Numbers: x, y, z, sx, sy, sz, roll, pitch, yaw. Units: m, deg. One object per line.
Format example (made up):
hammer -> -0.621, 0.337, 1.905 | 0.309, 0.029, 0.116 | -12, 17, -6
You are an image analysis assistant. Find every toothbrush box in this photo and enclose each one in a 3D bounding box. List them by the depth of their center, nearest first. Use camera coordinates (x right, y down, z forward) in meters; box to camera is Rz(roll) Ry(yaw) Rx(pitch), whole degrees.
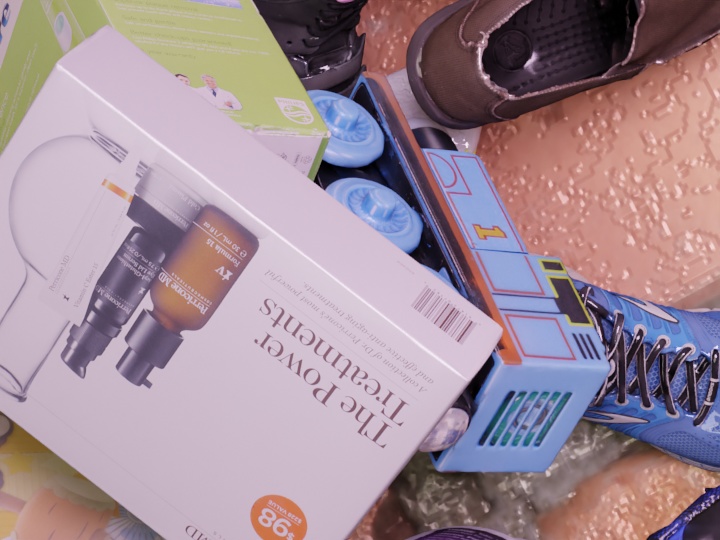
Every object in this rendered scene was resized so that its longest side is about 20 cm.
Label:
toothbrush box -> -0.104, -0.061, 1.176 | 0.200, 0.086, 0.146 | 58, 135, 45

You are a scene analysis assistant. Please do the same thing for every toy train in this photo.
toy train -> 0.023, 0.000, 1.148 | 0.087, 0.114, 0.200 | -60, 38, 35

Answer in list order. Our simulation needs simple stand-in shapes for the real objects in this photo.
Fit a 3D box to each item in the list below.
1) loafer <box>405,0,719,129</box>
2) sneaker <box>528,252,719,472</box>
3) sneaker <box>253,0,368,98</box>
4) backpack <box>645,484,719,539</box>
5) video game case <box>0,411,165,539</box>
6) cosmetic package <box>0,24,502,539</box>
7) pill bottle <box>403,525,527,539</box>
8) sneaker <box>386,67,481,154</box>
loafer -> 0.119, -0.115, 1.164 | 0.200, 0.071, 0.073 | -30, 104, -12
sneaker -> 0.118, 0.046, 1.204 | 0.200, 0.089, 0.079 | 16, 100, 23
sneaker -> -0.011, -0.118, 1.205 | 0.200, 0.071, 0.099 | 1, 115, 58
backpack -> 0.216, 0.143, 1.130 | 0.200, 0.168, 0.163 | -34, 78, -12
video game case -> -0.153, 0.071, 1.166 | 0.199, 0.182, 0.023 | -2, 137, -10
cosmetic package -> -0.067, 0.024, 1.056 | 0.200, 0.052, 0.151 | 37, 123, 2
pill bottle -> 0.034, 0.175, 1.189 | 0.111, 0.200, 0.112 | 2, 94, 24
sneaker -> 0.000, 0.000, 1.269 | 0.076, 0.105, 0.200 | 26, 73, 17
